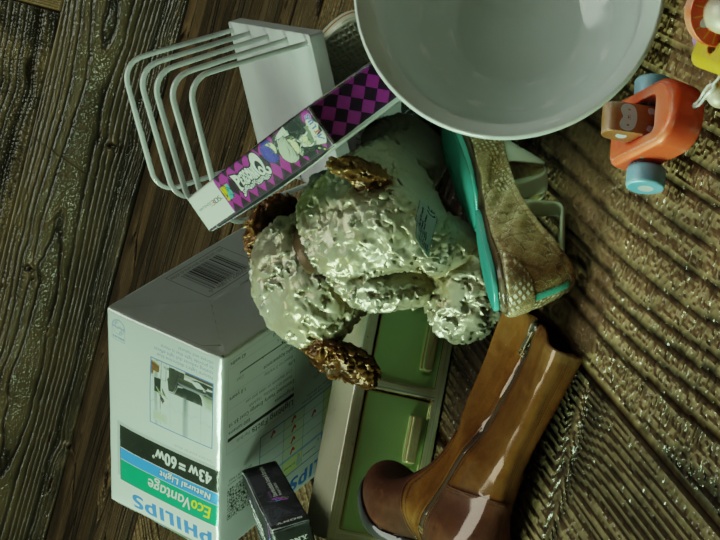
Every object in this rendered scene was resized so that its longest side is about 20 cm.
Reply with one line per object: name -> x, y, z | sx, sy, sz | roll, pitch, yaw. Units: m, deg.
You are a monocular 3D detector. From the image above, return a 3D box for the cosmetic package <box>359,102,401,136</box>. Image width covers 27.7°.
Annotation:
cosmetic package -> 0.045, -0.216, 1.329 | 0.151, 0.051, 0.201 | -114, 39, -60

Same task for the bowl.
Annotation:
bowl -> 0.101, -0.175, 0.964 | 0.090, 0.200, 0.202 | 34, -114, -75

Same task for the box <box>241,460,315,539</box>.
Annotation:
box -> -0.044, 0.265, 1.159 | 0.143, 0.036, 0.201 | -141, 34, -72

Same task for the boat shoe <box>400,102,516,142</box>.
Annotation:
boat shoe -> 0.077, -0.122, 1.139 | 0.200, 0.075, 0.061 | 163, 125, -72

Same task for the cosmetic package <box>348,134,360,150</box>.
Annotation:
cosmetic package -> -0.020, -0.014, 1.422 | 0.151, 0.051, 0.201 | 125, 153, -48

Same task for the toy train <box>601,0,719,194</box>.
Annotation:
toy train -> 0.180, -0.152, 0.829 | 0.150, 0.055, 0.201 | -19, 59, 64

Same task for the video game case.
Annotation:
video game case -> -0.011, -0.116, 1.063 | 0.200, 0.036, 0.181 | -40, 6, -36

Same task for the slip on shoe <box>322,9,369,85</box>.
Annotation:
slip on shoe -> -0.024, -0.173, 1.299 | 0.200, 0.074, 0.061 | 122, 157, -59

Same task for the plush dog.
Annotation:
plush dog -> -0.012, -0.012, 1.080 | 0.172, 0.160, 0.200 | -43, 58, 27

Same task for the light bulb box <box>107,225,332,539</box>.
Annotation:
light bulb box -> -0.109, 0.098, 1.267 | 0.198, 0.124, 0.201 | -33, -43, -48

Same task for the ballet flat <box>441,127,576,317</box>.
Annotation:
ballet flat -> 0.104, -0.044, 1.009 | 0.200, 0.065, 0.071 | -102, 4, -45

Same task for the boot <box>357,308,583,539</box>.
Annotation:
boot -> 0.068, 0.108, 1.006 | 0.188, 0.068, 0.201 | -129, 54, -70

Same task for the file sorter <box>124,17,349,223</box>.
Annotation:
file sorter -> -0.108, -0.128, 1.259 | 0.200, 0.124, 0.139 | 26, 133, 63

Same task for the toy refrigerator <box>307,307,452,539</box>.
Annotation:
toy refrigerator -> 0.018, 0.116, 1.155 | 0.070, 0.076, 0.201 | 167, 115, -72
